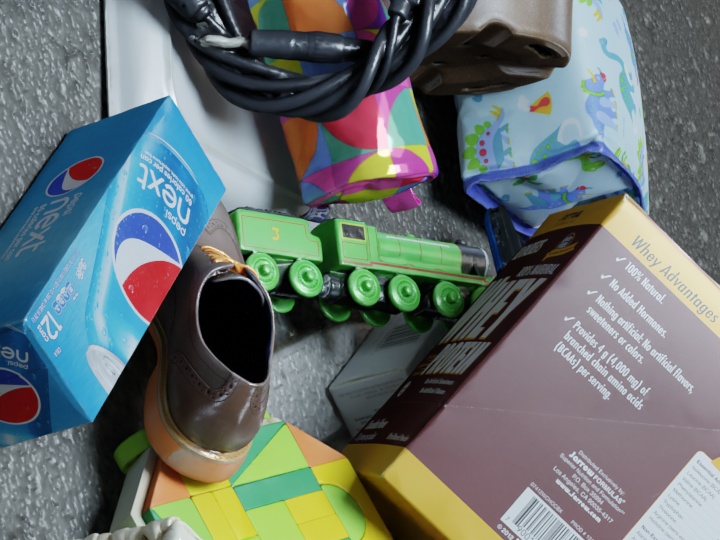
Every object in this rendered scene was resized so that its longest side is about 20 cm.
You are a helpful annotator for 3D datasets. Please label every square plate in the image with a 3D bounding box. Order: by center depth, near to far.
[{"bbox_3d":[-0.078,-0.123,1.402,0.200,0.028,0.198,28,53,-53],"label":"square plate"}]

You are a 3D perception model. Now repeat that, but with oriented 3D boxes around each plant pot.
[{"bbox_3d":[0.055,-0.223,1.536,0.200,0.200,0.198,18,68,-57],"label":"plant pot"}]

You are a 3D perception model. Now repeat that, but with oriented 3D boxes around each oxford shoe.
[{"bbox_3d":[-0.072,0.015,1.252,0.071,0.073,0.200,17,38,-25],"label":"oxford shoe"}]

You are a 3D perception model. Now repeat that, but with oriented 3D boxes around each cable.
[{"bbox_3d":[-0.012,-0.178,1.329,0.163,0.200,0.051,54,-6,5],"label":"cable"}]

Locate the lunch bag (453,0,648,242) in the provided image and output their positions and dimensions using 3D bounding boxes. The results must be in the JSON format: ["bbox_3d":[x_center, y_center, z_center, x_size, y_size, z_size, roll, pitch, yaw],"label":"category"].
[{"bbox_3d":[0.139,-0.111,1.676,0.200,0.127,0.170,30,50,-59],"label":"lunch bag"}]

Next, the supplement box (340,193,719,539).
[{"bbox_3d":[0.129,0.101,1.329,0.197,0.133,0.200,44,78,-7],"label":"supplement box"}]

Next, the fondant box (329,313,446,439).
[{"bbox_3d":[0.067,0.118,1.504,0.200,0.058,0.144,66,29,-16],"label":"fondant box"}]

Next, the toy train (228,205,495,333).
[{"bbox_3d":[0.000,0.000,1.403,0.200,0.042,0.056,8,66,-36],"label":"toy train"}]

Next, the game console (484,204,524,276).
[{"bbox_3d":[0.173,0.058,1.588,0.200,0.118,0.171,62,13,-49],"label":"game console"}]

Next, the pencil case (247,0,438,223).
[{"bbox_3d":[-0.017,-0.129,1.392,0.088,0.088,0.200,-7,81,-61],"label":"pencil case"}]

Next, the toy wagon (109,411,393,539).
[{"bbox_3d":[-0.065,0.145,1.215,0.200,0.040,0.155,-10,63,-47],"label":"toy wagon"}]

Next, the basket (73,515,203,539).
[{"bbox_3d":[-0.107,0.241,1.025,0.200,0.161,0.198,54,33,-35],"label":"basket"}]

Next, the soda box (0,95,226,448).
[{"bbox_3d":[-0.137,-0.002,1.192,0.064,0.068,0.200,59,31,-25],"label":"soda box"}]
